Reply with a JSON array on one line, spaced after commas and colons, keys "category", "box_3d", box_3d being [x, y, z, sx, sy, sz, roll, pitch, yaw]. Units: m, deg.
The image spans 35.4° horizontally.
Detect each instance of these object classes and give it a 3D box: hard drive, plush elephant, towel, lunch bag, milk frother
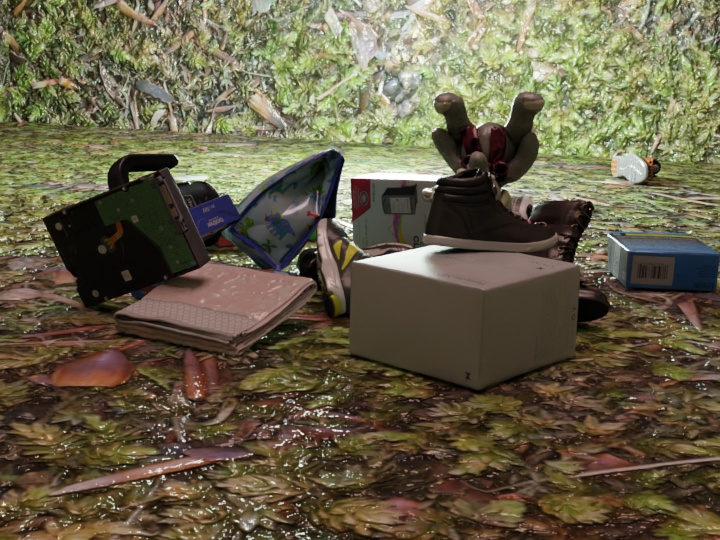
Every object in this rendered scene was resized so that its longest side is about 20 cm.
[{"category": "hard drive", "box_3d": [-0.314, -0.042, 1.511, 0.200, 0.140, 0.038, -19, 13, 26]}, {"category": "plush elephant", "box_3d": [0.177, -0.151, 1.665, 0.165, 0.200, 0.155, 7, 40, 11]}, {"category": "towel", "box_3d": [-0.187, 0.042, 1.456, 0.200, 0.032, 0.191, 9, 27, 27]}, {"category": "lunch bag", "box_3d": [-0.108, -0.100, 1.743, 0.127, 0.200, 0.170, 39, -8, -11]}, {"category": "milk frother", "box_3d": [-0.374, -0.088, 1.942, 0.188, 0.181, 0.200, -11, -25, -47]}]

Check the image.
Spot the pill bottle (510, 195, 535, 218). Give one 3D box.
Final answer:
[{"category": "pill bottle", "box_3d": [0.236, -0.072, 1.918, 0.200, 0.114, 0.114, 5, 13, 17]}]

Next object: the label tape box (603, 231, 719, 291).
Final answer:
[{"category": "label tape box", "box_3d": [0.481, -0.019, 1.828, 0.143, 0.066, 0.200, 2, 10, 0]}]

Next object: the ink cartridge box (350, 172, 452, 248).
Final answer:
[{"category": "ink cartridge box", "box_3d": [0.084, -0.082, 1.836, 0.200, 0.148, 0.086, 6, 12, 42]}]

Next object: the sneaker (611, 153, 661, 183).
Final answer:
[{"category": "sneaker", "box_3d": [0.751, -0.275, 2.983, 0.112, 0.078, 0.200, -2, 13, -10]}]

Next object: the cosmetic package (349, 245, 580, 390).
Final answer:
[{"category": "cosmetic package", "box_3d": [0.124, 0.046, 1.356, 0.199, 0.123, 0.200, 12, 18, 41]}]

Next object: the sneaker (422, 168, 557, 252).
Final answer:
[{"category": "sneaker", "box_3d": [0.172, -0.077, 1.422, 0.200, 0.099, 0.071, 2, 7, -29]}]

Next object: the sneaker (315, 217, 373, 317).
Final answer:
[{"category": "sneaker", "box_3d": [-0.018, -0.004, 1.595, 0.085, 0.075, 0.200, -4, 39, -6]}]

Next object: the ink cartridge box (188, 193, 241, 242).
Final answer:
[{"category": "ink cartridge box", "box_3d": [-0.272, -0.045, 1.662, 0.094, 0.044, 0.200, -28, 0, -45]}]

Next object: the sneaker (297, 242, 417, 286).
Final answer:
[{"category": "sneaker", "box_3d": [0.000, 0.000, 1.691, 0.200, 0.067, 0.091, -1, 15, 5]}]

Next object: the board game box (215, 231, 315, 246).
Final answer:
[{"category": "board game box", "box_3d": [-0.196, -0.084, 2.092, 0.200, 0.040, 0.153, -5, 14, -27]}]

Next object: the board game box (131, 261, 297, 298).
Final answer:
[{"category": "board game box", "box_3d": [-0.210, 0.021, 1.629, 0.200, 0.034, 0.135, 7, 14, 24]}]

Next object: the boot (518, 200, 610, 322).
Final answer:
[{"category": "boot", "box_3d": [0.285, -0.025, 1.576, 0.200, 0.174, 0.069, 11, -25, 44]}]
